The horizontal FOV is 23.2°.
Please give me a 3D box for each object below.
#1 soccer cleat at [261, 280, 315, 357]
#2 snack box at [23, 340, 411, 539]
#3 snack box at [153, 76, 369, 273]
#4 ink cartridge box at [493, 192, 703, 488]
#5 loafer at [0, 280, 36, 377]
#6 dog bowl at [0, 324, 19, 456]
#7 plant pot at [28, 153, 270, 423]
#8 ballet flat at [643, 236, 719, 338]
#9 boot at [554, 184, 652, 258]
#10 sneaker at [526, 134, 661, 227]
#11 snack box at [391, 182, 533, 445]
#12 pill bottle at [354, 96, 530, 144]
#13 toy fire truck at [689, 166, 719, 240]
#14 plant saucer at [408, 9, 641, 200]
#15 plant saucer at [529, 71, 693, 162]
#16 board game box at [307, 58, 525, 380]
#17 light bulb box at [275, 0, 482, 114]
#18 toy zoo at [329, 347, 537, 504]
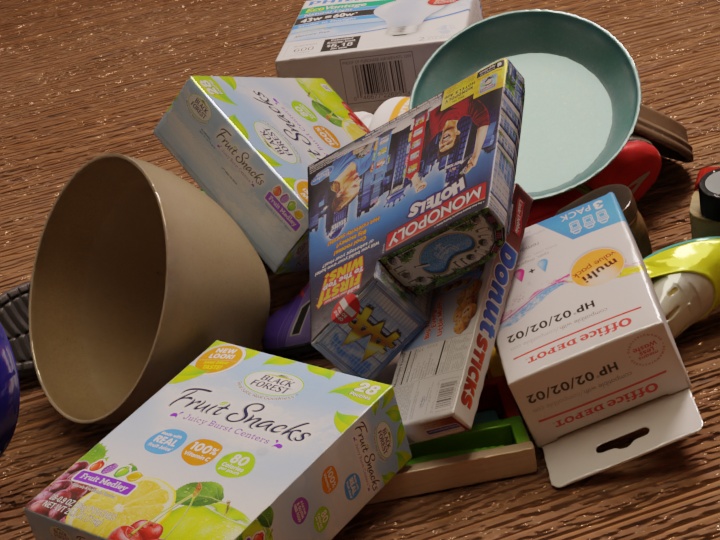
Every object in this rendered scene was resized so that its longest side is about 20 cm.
[{"bbox_3d":[0.000,0.000,1.394,0.198,0.074,0.068,-27,26,9],"label":"soccer cleat"},{"bbox_3d":[-0.092,0.138,1.153,0.167,0.068,0.200,11,37,38],"label":"snack box"},{"bbox_3d":[-0.050,-0.084,1.473,0.169,0.068,0.199,48,28,19],"label":"snack box"},{"bbox_3d":[0.155,0.044,1.216,0.114,0.068,0.201,-23,35,9],"label":"ink cartridge box"},{"bbox_3d":[-0.247,0.039,1.475,0.199,0.074,0.071,-28,-4,-32],"label":"loafer"},{"bbox_3d":[-0.342,0.080,1.235,0.198,0.202,0.079,2,24,24],"label":"dog bowl"},{"bbox_3d":[-0.148,0.021,1.345,0.133,0.203,0.200,9,9,-38],"label":"plant pot"},{"bbox_3d":[0.205,0.029,1.321,0.198,0.067,0.067,-13,36,8],"label":"ballet flat"},{"bbox_3d":[0.138,0.010,1.391,0.198,0.076,0.074,-24,31,12],"label":"boot"},{"bbox_3d":[0.185,-0.045,1.487,0.199,0.078,0.085,-31,35,-19],"label":"sneaker"},{"bbox_3d":[0.068,0.029,1.228,0.071,0.024,0.202,-20,40,42],"label":"snack box"},{"bbox_3d":[0.071,-0.102,1.592,0.198,0.113,0.112,3,27,25],"label":"pill bottle"},{"bbox_3d":[0.364,-0.060,1.410,0.174,0.130,0.201,0,36,20],"label":"toy fire truck"},{"bbox_3d":[0.140,-0.133,1.491,0.197,0.036,0.202,-6,58,9],"label":"plant saucer"},{"bbox_3d":[0.216,-0.148,1.606,0.198,0.030,0.200,23,4,-2],"label":"plant saucer"},{"bbox_3d":[0.035,-0.026,1.249,0.199,0.062,0.201,-26,38,35],"label":"board game box"},{"bbox_3d":[0.029,-0.203,1.816,0.196,0.126,0.201,-5,25,10],"label":"light bulb box"},{"bbox_3d":[0.045,0.099,1.268,0.129,0.021,0.200,-10,24,-1],"label":"toy zoo"}]
